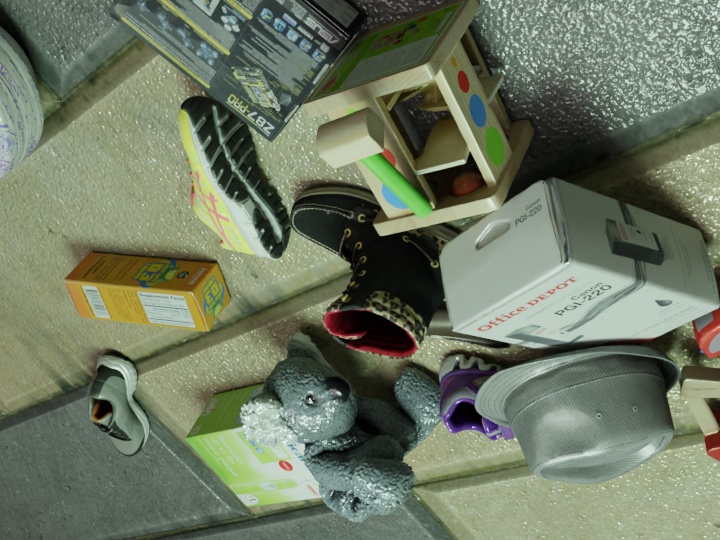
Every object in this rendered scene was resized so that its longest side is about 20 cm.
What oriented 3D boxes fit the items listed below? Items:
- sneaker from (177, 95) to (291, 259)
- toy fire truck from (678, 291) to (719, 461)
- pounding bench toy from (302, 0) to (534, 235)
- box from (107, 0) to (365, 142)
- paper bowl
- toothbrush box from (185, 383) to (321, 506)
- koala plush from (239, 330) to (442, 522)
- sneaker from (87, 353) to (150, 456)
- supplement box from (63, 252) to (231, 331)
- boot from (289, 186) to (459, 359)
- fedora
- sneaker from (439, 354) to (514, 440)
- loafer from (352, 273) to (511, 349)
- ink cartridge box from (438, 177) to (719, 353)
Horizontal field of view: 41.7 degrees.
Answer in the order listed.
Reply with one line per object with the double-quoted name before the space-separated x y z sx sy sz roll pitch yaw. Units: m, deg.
"sneaker" -0.152 -0.090 0.995 0.090 0.078 0.201 1 130 31
"toy fire truck" 0.358 0.103 0.901 0.200 0.049 0.141 40 130 -24
"pounding bench toy" 0.045 -0.101 0.788 0.124 0.200 0.156 -11 123 34
"box" -0.117 -0.234 0.865 0.200 0.049 0.161 37 135 -8
"paper bowl" -0.436 -0.200 1.026 0.199 0.105 0.202 15 136 15
"toothbrush box" -0.110 0.230 1.261 0.199 0.086 0.146 -17 120 37
"koala plush" -0.036 0.178 1.111 0.200 0.178 0.184 38 140 -8
"sneaker" -0.364 0.211 1.386 0.073 0.080 0.201 13 136 14
"supplement box" -0.264 0.025 1.169 0.199 0.067 0.069 6 129 23
"boot" 0.000 0.000 0.941 0.199 0.151 0.073 21 136 9
"fedora" 0.216 0.146 0.900 0.199 0.091 0.177 -5 148 -12
"sneaker" 0.172 0.148 1.031 0.199 0.089 0.081 -1 127 26
"loafer" 0.076 0.050 1.004 0.199 0.071 0.073 13 134 18
"ink cartridge box" 0.191 0.007 0.827 0.199 0.085 0.145 15 146 -33
